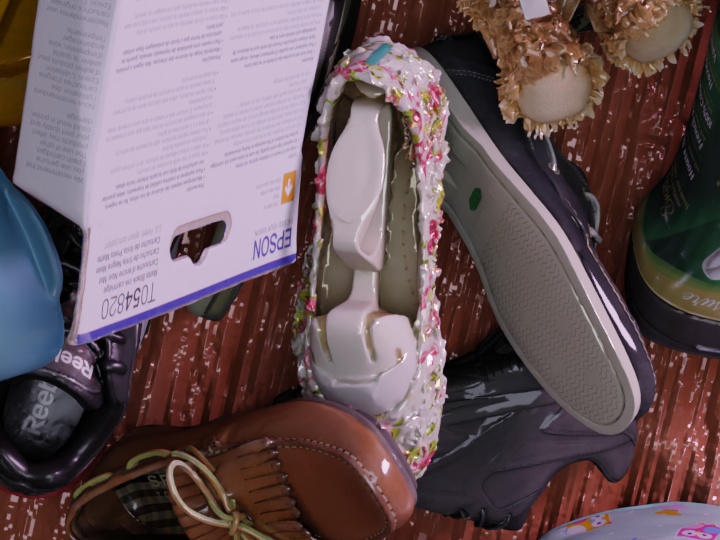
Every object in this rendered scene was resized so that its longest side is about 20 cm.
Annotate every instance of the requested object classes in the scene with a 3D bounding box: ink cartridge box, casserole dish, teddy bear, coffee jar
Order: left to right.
[{"bbox_3d":[-0.211,0.002,1.148,0.039,0.199,0.122,-38,114,-44],"label":"casserole dish"},{"bbox_3d":[-0.067,-0.087,1.042,0.040,0.199,0.201,14,104,20],"label":"ink cartridge box"},{"bbox_3d":[0.065,-0.156,1.148,0.200,0.067,0.145,40,110,-10],"label":"teddy bear"},{"bbox_3d":[0.187,-0.047,1.182,0.104,0.086,0.201,10,131,-9],"label":"coffee jar"}]

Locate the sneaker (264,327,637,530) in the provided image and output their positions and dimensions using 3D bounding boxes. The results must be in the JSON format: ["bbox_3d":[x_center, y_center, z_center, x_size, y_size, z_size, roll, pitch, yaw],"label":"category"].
[{"bbox_3d":[0.038,0.084,1.235,0.199,0.076,0.091,-13,106,-2],"label":"sneaker"}]

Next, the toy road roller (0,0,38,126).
[{"bbox_3d":[-0.181,-0.086,1.051,0.145,0.123,0.201,18,110,-27],"label":"toy road roller"}]

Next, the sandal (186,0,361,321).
[{"bbox_3d":[-0.048,-0.076,1.200,0.057,0.080,0.202,23,97,5],"label":"sandal"}]

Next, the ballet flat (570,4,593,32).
[{"bbox_3d":[0.067,-0.197,1.190,0.074,0.074,0.201,-25,99,-1],"label":"ballet flat"}]

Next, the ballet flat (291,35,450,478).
[{"bbox_3d":[0.000,0.000,1.148,0.075,0.064,0.201,1,95,16],"label":"ballet flat"}]

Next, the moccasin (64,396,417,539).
[{"bbox_3d":[-0.056,0.098,1.154,0.078,0.201,0.074,-41,118,-38],"label":"moccasin"}]

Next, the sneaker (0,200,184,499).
[{"bbox_3d":[-0.124,0.013,1.193,0.070,0.098,0.202,19,95,-6],"label":"sneaker"}]

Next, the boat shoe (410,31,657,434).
[{"bbox_3d":[0.083,-0.022,1.193,0.067,0.072,0.201,-18,69,-32],"label":"boat shoe"}]

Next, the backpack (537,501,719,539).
[{"bbox_3d":[0.147,0.213,1.227,0.175,0.153,0.201,-2,96,0],"label":"backpack"}]
